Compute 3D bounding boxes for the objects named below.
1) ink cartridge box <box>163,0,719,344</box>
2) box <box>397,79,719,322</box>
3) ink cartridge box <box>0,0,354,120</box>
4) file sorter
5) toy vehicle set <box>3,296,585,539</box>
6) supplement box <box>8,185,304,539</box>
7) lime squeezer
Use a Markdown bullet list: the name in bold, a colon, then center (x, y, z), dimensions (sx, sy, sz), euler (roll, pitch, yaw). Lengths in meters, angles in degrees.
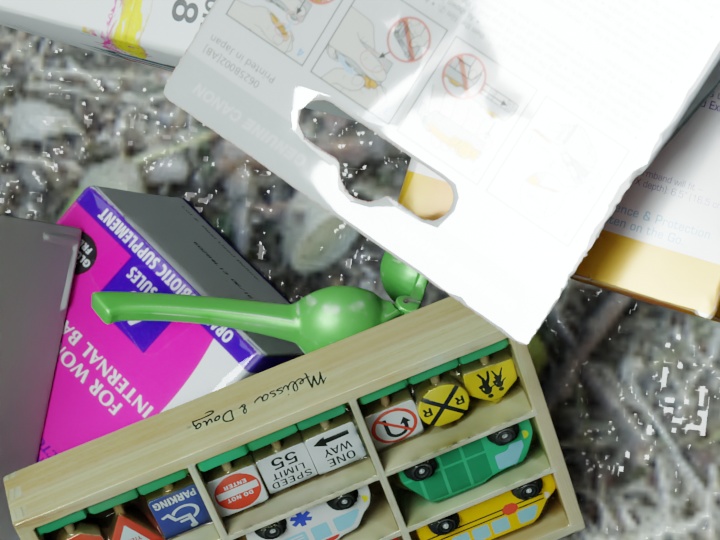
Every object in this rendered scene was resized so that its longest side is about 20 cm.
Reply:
- **ink cartridge box**: center (0.051, -0.102, 0.902), dimensions (0.162, 0.057, 0.200), euler (35, 106, 17)
- **box**: center (0.098, -0.094, 0.926), dimensions (0.119, 0.041, 0.200), euler (18, 90, 19)
- **ink cartridge box**: center (-0.063, -0.151, 1.072), dimensions (0.200, 0.145, 0.145), euler (15, 91, 18)
- **file sorter**: center (-0.204, 0.067, 1.002), dimensions (0.124, 0.139, 0.200), euler (11, 90, 21)
- **toy vehicle set**: center (-0.022, 0.089, 1.032), dimensions (0.200, 0.124, 0.027), euler (-22, 44, 0)
- **supplement box**: center (-0.120, 0.074, 1.099), dimensions (0.101, 0.103, 0.200), euler (43, 101, 15)
- **lime squeezer**: center (0.000, 0.000, 1.041), dimensions (0.071, 0.200, 0.038), euler (39, 144, 38)
